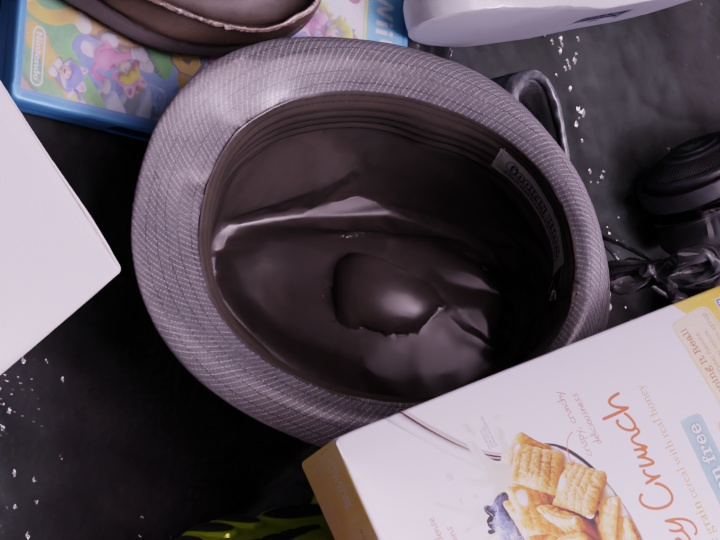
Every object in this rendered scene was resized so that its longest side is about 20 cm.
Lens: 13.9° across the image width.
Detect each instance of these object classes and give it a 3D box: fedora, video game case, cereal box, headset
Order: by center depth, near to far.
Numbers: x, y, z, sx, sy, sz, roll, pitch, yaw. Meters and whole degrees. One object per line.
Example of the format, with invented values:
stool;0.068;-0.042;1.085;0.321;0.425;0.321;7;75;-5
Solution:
cereal box;0.093;0.101;1.143;0.200;0.040;0.144;-21;81;-30
fedora;0.000;0.000;1.227;0.200;0.090;0.177;8;70;-8
video game case;-0.062;-0.120;1.267;0.200;0.018;0.143;12;74;-36
headset;0.181;-0.007;1.388;0.200;0.094;0.124;-7;86;-50

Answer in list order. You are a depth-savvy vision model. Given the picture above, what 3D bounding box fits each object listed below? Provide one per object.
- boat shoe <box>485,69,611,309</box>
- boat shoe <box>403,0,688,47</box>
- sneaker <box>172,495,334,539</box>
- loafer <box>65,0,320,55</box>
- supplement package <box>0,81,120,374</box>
boat shoe;0.075;0.011;1.308;0.074;0.068;0.199;11;70;-45
boat shoe;0.090;-0.146;1.357;0.200;0.072;0.066;-13;87;-41
sneaker;-0.004;0.139;1.244;0.200;0.074;0.084;-5;105;-37
loafer;-0.088;-0.136;1.192;0.200;0.071;0.073;11;76;-36
supplement package;-0.210;0.015;1.063;0.200;0.121;0.120;-43;109;-34
